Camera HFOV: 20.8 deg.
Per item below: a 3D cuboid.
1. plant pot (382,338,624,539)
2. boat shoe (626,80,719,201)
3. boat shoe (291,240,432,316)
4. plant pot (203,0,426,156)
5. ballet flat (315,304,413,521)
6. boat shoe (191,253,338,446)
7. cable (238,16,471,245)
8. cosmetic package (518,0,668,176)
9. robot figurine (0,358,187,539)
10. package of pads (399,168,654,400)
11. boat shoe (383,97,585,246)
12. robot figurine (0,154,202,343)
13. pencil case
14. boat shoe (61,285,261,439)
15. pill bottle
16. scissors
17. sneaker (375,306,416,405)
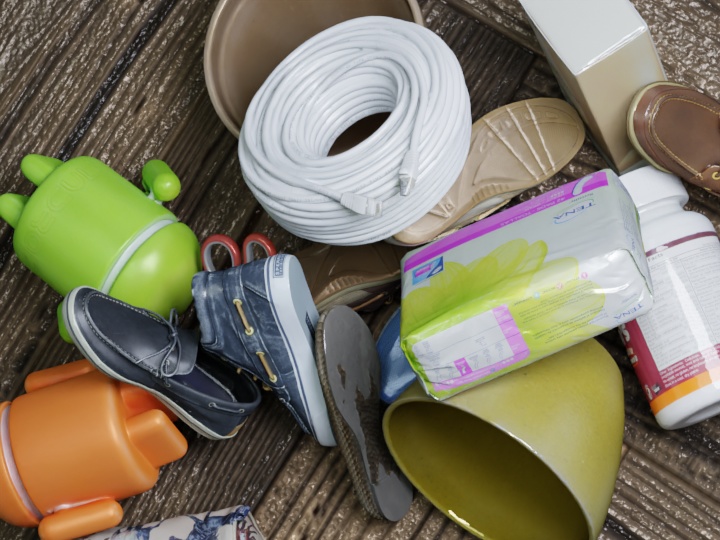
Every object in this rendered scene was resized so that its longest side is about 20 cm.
[{"bbox_3d":[0.138,0.122,1.607,0.199,0.201,0.142,30,62,15],"label":"plant pot"},{"bbox_3d":[0.296,-0.096,1.595,0.067,0.199,0.073,22,86,51],"label":"boat shoe"},{"bbox_3d":[0.000,0.000,1.704,0.199,0.072,0.073,-29,65,12],"label":"boat shoe"},{"bbox_3d":[-0.033,-0.181,1.733,0.199,0.093,0.203,-2,79,11],"label":"plant pot"},{"bbox_3d":[-0.005,0.122,1.658,0.046,0.067,0.202,4,120,46],"label":"ballet flat"},{"bbox_3d":[-0.076,0.070,1.663,0.090,0.201,0.071,-7,37,14],"label":"boat shoe"},{"bbox_3d":[-0.002,-0.115,1.593,0.199,0.069,0.201,8,59,36],"label":"cable"},{"bbox_3d":[0.202,-0.166,1.616,0.071,0.200,0.106,-33,59,4],"label":"cosmetic package"},{"bbox_3d":[-0.253,0.156,1.705,0.198,0.117,0.145,-19,92,9],"label":"robot figurine"},{"bbox_3d":[0.127,0.009,1.533,0.199,0.155,0.069,-24,115,13],"label":"package of pads"},{"bbox_3d":[0.095,-0.082,1.640,0.199,0.069,0.074,-28,88,-17],"label":"boat shoe"},{"bbox_3d":[-0.225,-0.022,1.732,0.199,0.116,0.176,35,95,15],"label":"robot figurine"},{"bbox_3d":[-0.182,0.252,1.688,0.198,0.089,0.079,-9,79,11],"label":"pencil case"},{"bbox_3d":[-0.165,0.071,1.652,0.062,0.200,0.075,-33,31,34],"label":"boat shoe"},{"bbox_3d":[0.259,0.021,1.625,0.109,0.110,0.201,-24,76,7],"label":"pill bottle"},{"bbox_3d":[-0.109,0.061,1.698,0.073,0.014,0.202,11,109,18],"label":"scissors"},{"bbox_3d":[0.072,0.029,1.674,0.078,0.089,0.201,38,92,16],"label":"sneaker"}]
